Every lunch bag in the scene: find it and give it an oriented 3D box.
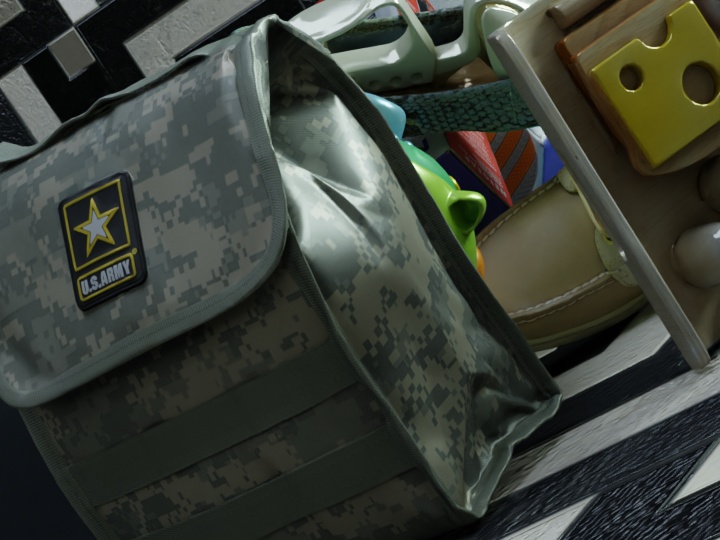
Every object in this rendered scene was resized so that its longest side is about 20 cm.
[{"bbox_3d":[-0.050,0.019,1.096,0.164,0.200,0.118,-26,12,34],"label":"lunch bag"}]

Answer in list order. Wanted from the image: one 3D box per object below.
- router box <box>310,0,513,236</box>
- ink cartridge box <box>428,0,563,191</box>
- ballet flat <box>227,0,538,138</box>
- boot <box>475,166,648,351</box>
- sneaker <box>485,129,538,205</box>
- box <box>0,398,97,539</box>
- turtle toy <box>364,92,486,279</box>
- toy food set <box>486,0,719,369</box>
[{"bbox_3d":[-0.035,-0.030,1.352,0.200,0.049,0.180,-39,33,14],"label":"router box"},{"bbox_3d":[0.120,-0.130,1.520,0.198,0.200,0.047,-37,-23,-34],"label":"ink cartridge box"},{"bbox_3d":[0.034,-0.093,1.240,0.200,0.074,0.074,-12,4,-3],"label":"ballet flat"},{"bbox_3d":[0.115,-0.051,1.194,0.200,0.073,0.155,-28,-25,1],"label":"boot"},{"bbox_3d":[0.000,0.000,1.398,0.200,0.078,0.112,-52,30,-6],"label":"sneaker"},{"bbox_3d":[-0.165,0.105,1.356,0.107,0.149,0.200,-35,5,-12],"label":"box"},{"bbox_3d":[-0.033,-0.003,1.207,0.200,0.146,0.101,-17,23,27],"label":"turtle toy"},{"bbox_3d":[0.158,-0.076,1.078,0.200,0.144,0.060,-35,5,-23],"label":"toy food set"}]
